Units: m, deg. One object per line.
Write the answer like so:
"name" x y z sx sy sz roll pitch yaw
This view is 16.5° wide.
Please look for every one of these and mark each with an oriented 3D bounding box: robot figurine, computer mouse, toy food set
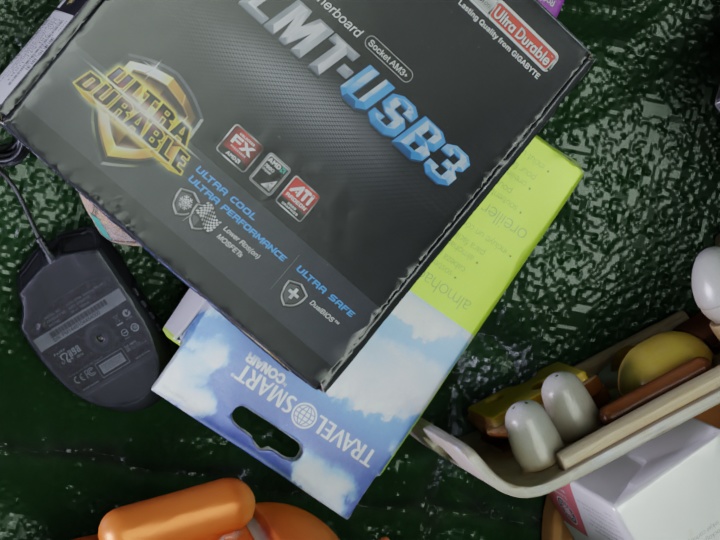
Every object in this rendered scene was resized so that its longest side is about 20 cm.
"robot figurine" -0.082 0.175 1.173 0.200 0.117 0.144 -10 86 -15
"computer mouse" -0.151 -0.020 1.175 0.059 0.034 0.200 -28 100 12
"toy food set" 0.119 0.037 1.195 0.200 0.143 0.061 -26 100 -10

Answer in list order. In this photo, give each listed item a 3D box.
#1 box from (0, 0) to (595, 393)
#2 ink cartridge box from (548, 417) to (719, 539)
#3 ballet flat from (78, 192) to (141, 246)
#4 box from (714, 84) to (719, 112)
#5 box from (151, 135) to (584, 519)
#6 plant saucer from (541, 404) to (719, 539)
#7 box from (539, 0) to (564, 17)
"box" -0.030 -0.084 1.095 0.200 0.050 0.199 42 86 -22
"ink cartridge box" 0.173 0.164 1.204 0.067 0.116 0.200 -33 106 -10
"ballet flat" -0.071 -0.104 1.136 0.068 0.067 0.200 23 89 19
"box" 0.243 -0.074 1.194 0.048 0.200 0.158 -31 107 29
"box" 0.000 0.000 1.171 0.122 0.048 0.200 35 88 -16
"plant saucer" 0.193 0.135 1.285 0.200 0.037 0.201 -2 98 -15
"box" 0.000 -0.086 1.202 0.143 0.036 0.200 25 89 -16
